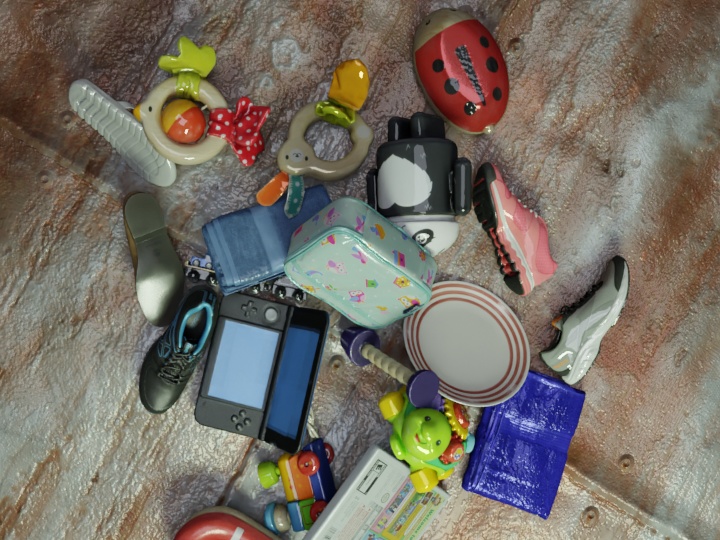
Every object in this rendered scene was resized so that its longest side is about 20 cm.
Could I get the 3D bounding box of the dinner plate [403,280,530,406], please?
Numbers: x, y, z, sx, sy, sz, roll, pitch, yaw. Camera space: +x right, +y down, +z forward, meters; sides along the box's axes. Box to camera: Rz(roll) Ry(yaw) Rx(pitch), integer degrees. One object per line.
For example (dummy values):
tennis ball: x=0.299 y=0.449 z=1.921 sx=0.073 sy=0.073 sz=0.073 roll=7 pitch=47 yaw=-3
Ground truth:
dinner plate: x=0.153 y=0.107 z=1.243 sx=0.195 sy=0.024 sz=0.204 roll=10 pitch=55 yaw=-14

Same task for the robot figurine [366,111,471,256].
robot figurine: x=0.083 y=-0.121 z=1.236 sx=0.122 sy=0.150 sz=0.205 roll=-2 pitch=90 yaw=-13

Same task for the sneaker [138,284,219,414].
sneaker: x=-0.267 y=0.119 z=1.238 sx=0.072 sy=0.082 sz=0.204 roll=23 pitch=95 yaw=-16

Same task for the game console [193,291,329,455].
game console: x=-0.144 y=0.141 z=1.224 sx=0.167 sy=0.118 sz=0.205 roll=13 pitch=83 yaw=-1

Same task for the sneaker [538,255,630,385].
sneaker: x=0.335 y=0.065 z=1.265 sx=0.078 sy=0.074 sz=0.203 roll=29 pitch=88 yaw=5

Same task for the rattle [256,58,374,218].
rattle: x=-0.062 y=-0.181 z=1.210 sx=0.199 sy=0.143 sz=0.131 roll=-39 pitch=95 yaw=-22

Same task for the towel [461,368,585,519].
towel: x=0.243 y=0.252 z=1.269 sx=0.144 sy=0.050 sz=0.204 roll=18 pitch=88 yaw=0

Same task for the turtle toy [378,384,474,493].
turtle toy: x=0.098 y=0.224 z=1.197 sx=0.100 sy=0.199 sz=0.148 roll=-28 pitch=80 yaw=20

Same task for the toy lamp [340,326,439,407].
toy lamp: x=0.035 y=0.128 z=1.203 sx=0.057 sy=0.199 sz=0.060 roll=-12 pitch=114 yaw=-30

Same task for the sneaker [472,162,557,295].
sneaker: x=0.232 y=-0.070 z=1.276 sx=0.085 sy=0.074 sz=0.204 roll=-22 pitch=93 yaw=-15

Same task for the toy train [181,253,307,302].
toy train: x=-0.172 y=0.009 z=1.274 sx=0.195 sy=0.034 sz=0.047 roll=11 pitch=85 yaw=-1

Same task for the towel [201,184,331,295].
towel: x=-0.126 y=-0.048 z=1.255 sx=0.196 sy=0.049 sz=0.114 roll=-20 pitch=78 yaw=-11

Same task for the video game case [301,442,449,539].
video game case: x=0.017 y=0.367 z=1.226 sx=0.181 sy=0.022 sz=0.201 roll=39 pitch=87 yaw=-36

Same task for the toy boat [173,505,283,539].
toy boat: x=-0.181 y=0.433 z=1.204 sx=0.198 sy=0.131 sz=0.132 roll=31 pitch=112 yaw=0

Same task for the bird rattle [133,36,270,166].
bird rattle: x=-0.235 y=-0.222 z=1.243 sx=0.163 sy=0.112 sz=0.201 roll=-41 pitch=100 yaw=-18

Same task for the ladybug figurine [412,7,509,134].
ladybug figurine: x=0.153 y=-0.298 z=1.269 sx=0.134 sy=0.072 sz=0.203 roll=-29 pitch=89 yaw=-2

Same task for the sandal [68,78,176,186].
sandal: x=-0.342 y=-0.213 z=1.265 sx=0.202 sy=0.082 sz=0.050 roll=44 pitch=45 yaw=-7

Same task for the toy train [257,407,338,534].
toy train: x=-0.102 y=0.283 z=1.255 sx=0.113 sy=0.084 sz=0.205 roll=-17 pitch=84 yaw=16

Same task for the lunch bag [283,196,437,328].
lunch bag: x=0.000 y=0.000 z=1.190 sx=0.199 sy=0.159 sz=0.078 roll=36 pitch=45 yaw=-26

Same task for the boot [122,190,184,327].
boot: x=-0.310 y=-0.019 z=1.263 sx=0.072 sy=0.075 sz=0.205 roll=-15 pitch=107 yaw=-25
